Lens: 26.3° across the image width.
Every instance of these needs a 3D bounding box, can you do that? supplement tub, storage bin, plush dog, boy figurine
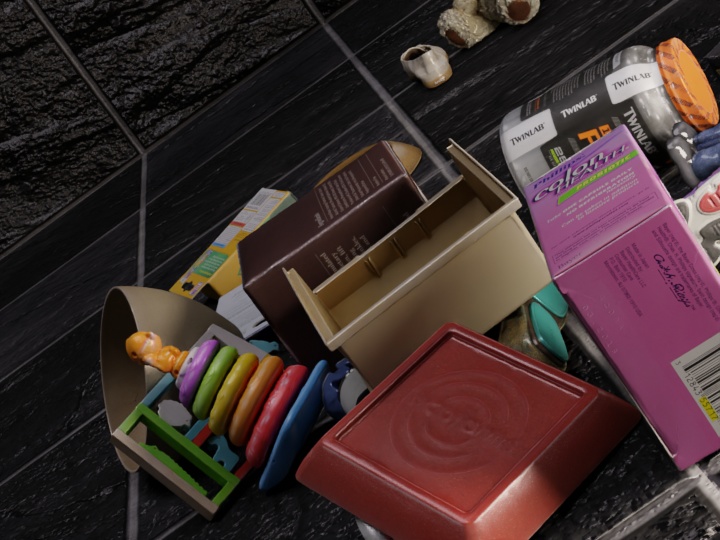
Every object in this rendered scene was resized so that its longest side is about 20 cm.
[{"bbox_3d":[0.251,-0.146,1.559,0.199,0.123,0.123,-28,19,28],"label":"supplement tub"},{"bbox_3d":[0.050,-0.002,1.375,0.200,0.094,0.199,-38,26,1],"label":"storage bin"},{"bbox_3d":[0.196,-0.469,2.412,0.199,0.172,0.161,-16,26,50],"label":"plush dog"},{"bbox_3d":[0.378,-0.138,1.399,0.199,0.065,0.124,-27,16,36],"label":"boy figurine"}]

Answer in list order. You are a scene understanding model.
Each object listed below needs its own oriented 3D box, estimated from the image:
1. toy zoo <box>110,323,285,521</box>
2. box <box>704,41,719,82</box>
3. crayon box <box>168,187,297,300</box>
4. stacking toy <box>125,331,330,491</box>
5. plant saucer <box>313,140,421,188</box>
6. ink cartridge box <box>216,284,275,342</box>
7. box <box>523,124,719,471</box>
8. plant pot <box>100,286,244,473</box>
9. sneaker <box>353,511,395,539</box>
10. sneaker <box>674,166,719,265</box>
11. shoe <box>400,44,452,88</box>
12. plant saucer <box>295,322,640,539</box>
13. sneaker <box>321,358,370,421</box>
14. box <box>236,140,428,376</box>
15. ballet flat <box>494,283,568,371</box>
[{"bbox_3d":[-0.142,0.141,1.568,0.200,0.131,0.021,-48,-8,-34],"label":"toy zoo"},{"bbox_3d":[0.479,-0.266,1.559,0.200,0.050,0.198,-43,18,-18],"label":"box"},{"bbox_3d":[-0.167,-0.023,2.129,0.200,0.052,0.126,-48,19,-11],"label":"crayon box"},{"bbox_3d":[-0.137,0.111,1.492,0.110,0.199,0.117,-60,-6,-48],"label":"stacking toy"},{"bbox_3d":[-0.007,-0.122,2.136,0.199,0.036,0.200,-33,18,12],"label":"plant saucer"},{"bbox_3d":[-0.094,0.039,1.877,0.195,0.043,0.200,-31,20,13],"label":"ink cartridge box"},{"bbox_3d":[0.213,0.014,1.130,0.096,0.176,0.200,-33,17,11],"label":"box"},{"bbox_3d":[-0.197,0.114,1.690,0.133,0.202,0.200,-4,6,-23],"label":"plant pot"},{"bbox_3d":[0.056,0.155,1.230,0.104,0.075,0.200,-36,12,19],"label":"sneaker"},{"bbox_3d":[0.319,-0.066,1.311,0.199,0.081,0.083,-30,5,8],"label":"sneaker"},{"bbox_3d":[0.103,-0.336,2.447,0.070,0.054,0.200,-35,17,2],"label":"shoe"},{"bbox_3d":[0.078,0.123,1.179,0.199,0.037,0.200,24,53,40],"label":"plant saucer"},{"bbox_3d":[0.060,0.084,1.426,0.199,0.081,0.115,-44,22,-4],"label":"sneaker"},{"bbox_3d":[0.000,0.000,1.587,0.199,0.166,0.164,-34,18,4],"label":"box"},{"bbox_3d":[0.146,0.048,1.366,0.070,0.071,0.200,-30,19,18],"label":"ballet flat"}]
